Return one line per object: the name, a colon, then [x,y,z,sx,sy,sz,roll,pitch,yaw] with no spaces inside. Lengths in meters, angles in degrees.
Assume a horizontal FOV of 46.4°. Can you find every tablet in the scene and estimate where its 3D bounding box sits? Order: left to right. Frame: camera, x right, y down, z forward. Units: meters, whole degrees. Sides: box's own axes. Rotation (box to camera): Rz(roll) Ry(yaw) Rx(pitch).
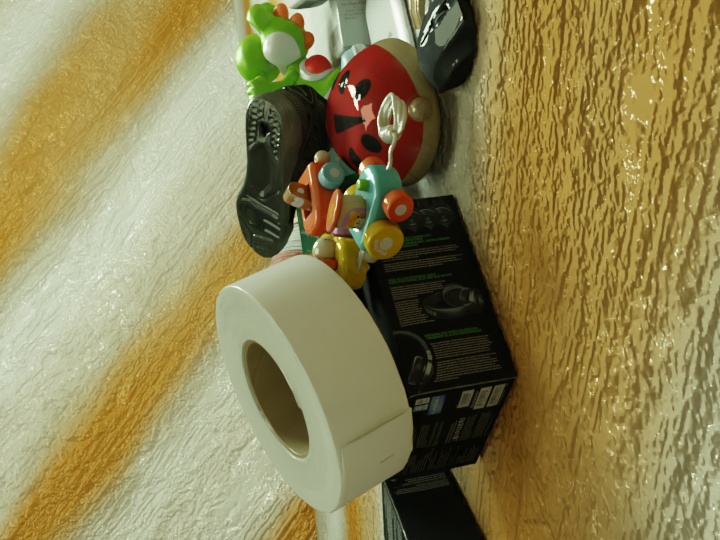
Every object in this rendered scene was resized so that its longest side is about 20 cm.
tablet: [0.034,-0.217,0.856,0.130,0.013,0.202,112,148,-70]

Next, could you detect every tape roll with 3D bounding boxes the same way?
tape roll: [-0.042,0.093,0.692,0.202,0.070,0.204,42,144,40]

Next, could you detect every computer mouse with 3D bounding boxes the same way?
computer mouse: [0.069,-0.207,0.612,0.201,0.034,0.059,99,161,-57]

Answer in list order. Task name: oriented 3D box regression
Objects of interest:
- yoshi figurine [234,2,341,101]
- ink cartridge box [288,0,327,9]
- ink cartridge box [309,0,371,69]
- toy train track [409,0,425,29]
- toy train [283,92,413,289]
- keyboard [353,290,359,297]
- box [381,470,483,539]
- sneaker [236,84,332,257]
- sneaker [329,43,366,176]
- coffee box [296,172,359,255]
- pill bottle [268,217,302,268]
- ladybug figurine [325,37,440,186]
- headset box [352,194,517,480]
yoshi figurine: [-0.083,-0.227,1.028,0.201,0.111,0.112,55,178,1]
ink cartridge box: [-0.053,-0.393,0.888,0.162,0.056,0.202,-154,52,-72]
ink cartridge box: [-0.032,-0.338,1.038,0.200,0.043,0.176,-177,80,-79]
toy train track: [0.025,-0.277,0.762,0.200,0.032,0.116,-140,45,-70]
toy train: [-0.022,-0.059,0.702,0.200,0.055,0.152,142,126,-62]
keyboard: [-0.047,0.082,0.823,0.201,0.020,0.128,-59,41,42]
box: [0.076,0.330,0.881,0.141,0.078,0.202,-113,18,-65]
sneaker: [-0.071,-0.107,0.888,0.076,0.114,0.201,31,132,25]
sneaker: [-0.034,-0.143,0.936,0.080,0.129,0.202,-103,6,-68]
coffee box: [0.000,0.000,0.896,0.044,0.122,0.202,15,118,46]
pill bottle: [-0.065,-0.004,1.140,0.113,0.111,0.201,93,-167,-48]
ladybug figurine: [0.015,-0.143,0.780,0.200,0.071,0.137,-169,69,-74]
headset box: [0.051,0.056,0.756,0.175,0.092,0.202,99,161,-55]
